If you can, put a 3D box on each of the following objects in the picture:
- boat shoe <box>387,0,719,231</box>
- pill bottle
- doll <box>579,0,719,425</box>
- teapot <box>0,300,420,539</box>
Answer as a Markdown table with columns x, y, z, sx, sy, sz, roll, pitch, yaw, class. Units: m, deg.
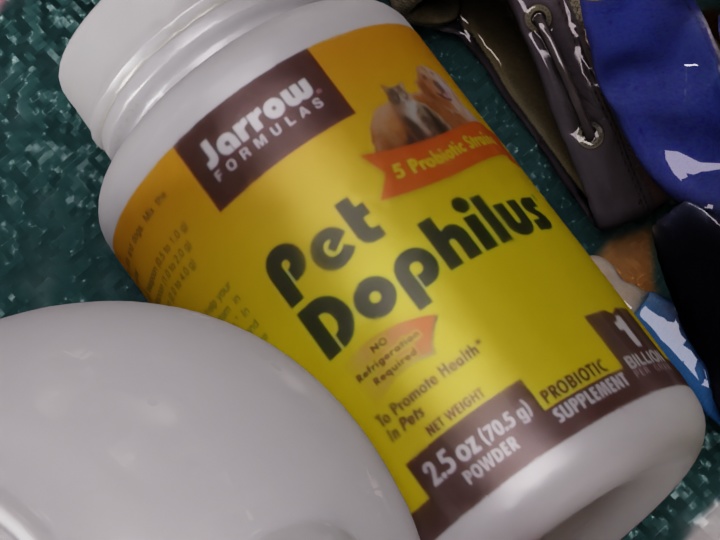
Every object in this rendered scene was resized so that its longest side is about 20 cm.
| x | y | z | sx | sy | sz | roll | pitch | yaw | class |
| --- | --- | --- | --- | --- | --- | --- | --- | --- | --- |
| 0.036 | -0.098 | 0.905 | 0.065 | 0.072 | 0.200 | -37 | 80 | -14 | boat shoe |
| 0.000 | 0.000 | 0.854 | 0.109 | 0.109 | 0.200 | -35 | 74 | -8 | pill bottle |
| 0.114 | -0.006 | 0.841 | 0.136 | 0.048 | 0.200 | -10 | 111 | 34 | doll |
| -0.089 | 0.104 | 0.773 | 0.197 | 0.146 | 0.200 | 38 | 116 | 25 | teapot |
